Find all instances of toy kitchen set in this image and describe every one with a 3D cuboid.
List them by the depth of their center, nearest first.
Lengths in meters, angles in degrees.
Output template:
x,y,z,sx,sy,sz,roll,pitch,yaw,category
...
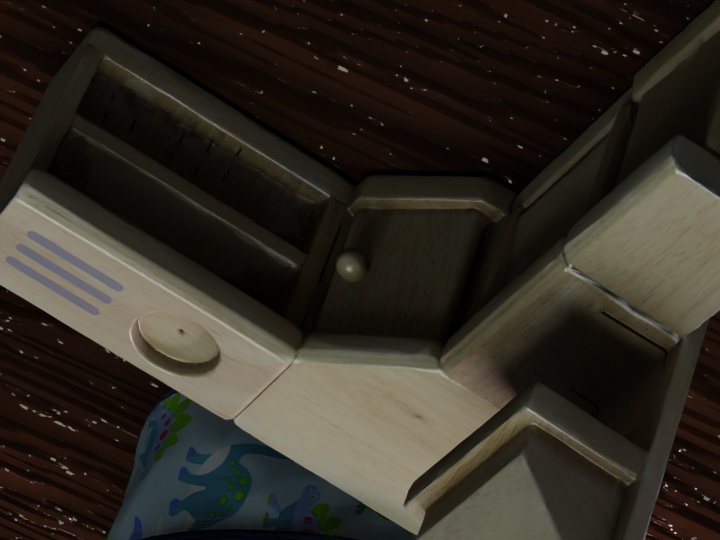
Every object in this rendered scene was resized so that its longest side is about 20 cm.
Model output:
x,y,z,sx,sy,sz,roll,pitch,yaw,category
0.000,0.000,0.838,0.180,0.164,0.200,32,139,-13,toy kitchen set

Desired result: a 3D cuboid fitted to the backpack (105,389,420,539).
x,y,z,sx,sy,sz,roll,pitch,yaw,category
-0.004,0.143,1.019,0.182,0.147,0.201,3,135,18,backpack
